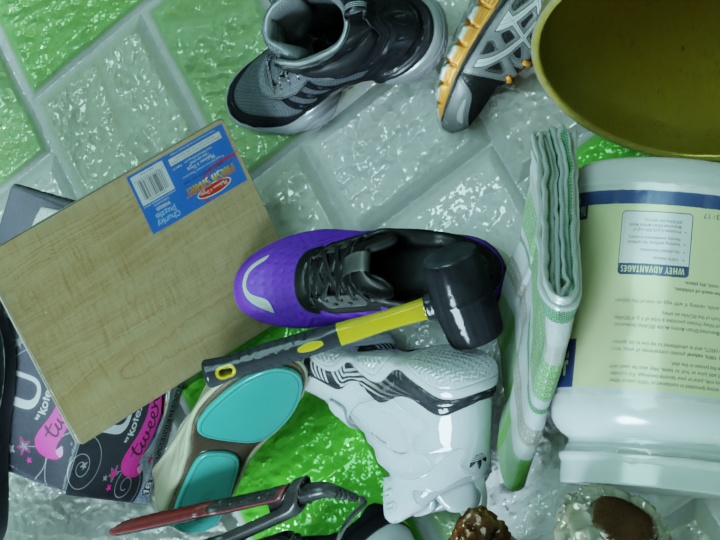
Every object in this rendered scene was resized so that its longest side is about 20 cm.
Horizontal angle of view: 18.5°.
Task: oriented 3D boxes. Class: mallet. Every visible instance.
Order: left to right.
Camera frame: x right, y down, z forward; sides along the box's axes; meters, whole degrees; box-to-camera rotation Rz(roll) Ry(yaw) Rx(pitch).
[{"bbox_3d":[-0.009,0.030,1.440,0.199,0.041,0.066,-10,109,3],"label":"mallet"}]

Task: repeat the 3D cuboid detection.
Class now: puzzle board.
[{"bbox_3d":[-0.148,0.006,1.542,0.017,0.200,0.151,12,131,62],"label":"puzzle board"}]

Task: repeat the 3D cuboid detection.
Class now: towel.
[{"bbox_3d":[0.106,0.026,1.396,0.031,0.200,0.150,6,50,-3],"label":"towel"}]

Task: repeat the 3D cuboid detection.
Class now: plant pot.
[{"bbox_3d":[0.215,-0.185,1.405,0.199,0.200,0.143,-7,54,27],"label":"plant pot"}]

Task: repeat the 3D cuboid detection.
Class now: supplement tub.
[{"bbox_3d":[0.194,0.039,1.386,0.144,0.145,0.201,2,82,29],"label":"supplement tub"}]

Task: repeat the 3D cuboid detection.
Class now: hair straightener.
[{"bbox_3d":[-0.081,0.192,1.531,0.199,0.041,0.077,-16,85,24],"label":"hair straightener"}]

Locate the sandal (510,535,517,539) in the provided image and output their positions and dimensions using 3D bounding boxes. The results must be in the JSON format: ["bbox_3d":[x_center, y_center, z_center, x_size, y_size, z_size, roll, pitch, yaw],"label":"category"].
[{"bbox_3d":[0.170,0.219,1.427,0.070,0.078,0.212,-40,69,-18],"label":"sandal"}]

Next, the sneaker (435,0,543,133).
[{"bbox_3d":[0.114,-0.175,1.510,0.077,0.078,0.200,28,111,-6],"label":"sneaker"}]

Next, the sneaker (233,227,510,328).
[{"bbox_3d":[0.000,-0.001,1.506,0.199,0.099,0.070,-4,83,16],"label":"sneaker"}]

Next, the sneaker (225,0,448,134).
[{"bbox_3d":[-0.044,-0.154,1.554,0.199,0.114,0.076,-18,72,38],"label":"sneaker"}]

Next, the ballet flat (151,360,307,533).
[{"bbox_3d":[-0.097,0.105,1.552,0.070,0.069,0.200,55,133,24],"label":"ballet flat"}]

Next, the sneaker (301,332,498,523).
[{"bbox_3d":[0.017,0.106,1.506,0.199,0.075,0.116,6,104,49],"label":"sneaker"}]

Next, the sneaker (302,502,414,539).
[{"bbox_3d":[-0.033,0.230,1.535,0.200,0.072,0.083,-35,41,19],"label":"sneaker"}]

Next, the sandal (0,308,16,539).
[{"bbox_3d":[-0.282,0.100,1.561,0.076,0.043,0.201,-13,77,26],"label":"sandal"}]

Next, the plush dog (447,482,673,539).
[{"bbox_3d":[0.100,0.239,1.344,0.171,0.161,0.201,7,58,30],"label":"plush dog"}]

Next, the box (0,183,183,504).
[{"bbox_3d":[-0.204,0.055,1.617,0.132,0.115,0.201,16,90,30],"label":"box"}]
